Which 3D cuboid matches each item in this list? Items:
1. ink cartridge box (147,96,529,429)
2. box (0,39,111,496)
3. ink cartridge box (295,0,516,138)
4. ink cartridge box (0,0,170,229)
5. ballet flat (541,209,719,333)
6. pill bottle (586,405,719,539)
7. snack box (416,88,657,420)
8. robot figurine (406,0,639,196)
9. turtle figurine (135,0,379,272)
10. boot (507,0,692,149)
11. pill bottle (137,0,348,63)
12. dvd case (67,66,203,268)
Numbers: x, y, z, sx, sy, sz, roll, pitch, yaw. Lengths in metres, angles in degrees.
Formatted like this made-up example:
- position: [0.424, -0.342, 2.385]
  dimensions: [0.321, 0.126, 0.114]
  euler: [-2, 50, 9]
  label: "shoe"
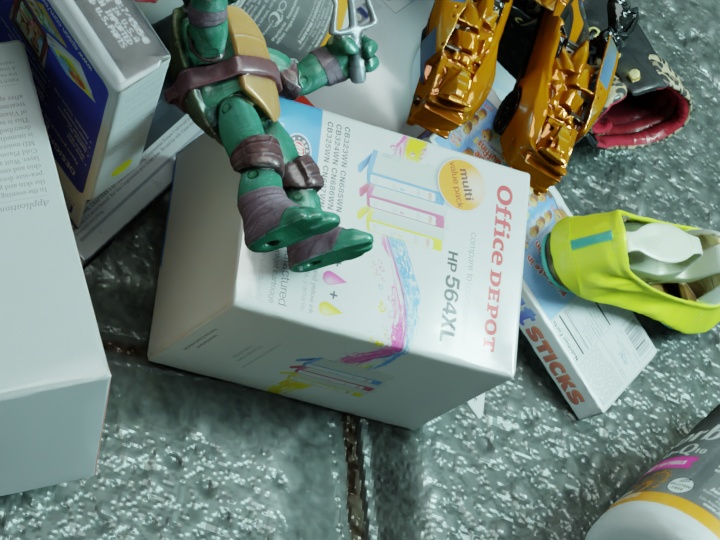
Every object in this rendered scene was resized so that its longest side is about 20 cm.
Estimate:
- position: [0.000, 0.000, 1.531]
  dimensions: [0.199, 0.125, 0.130]
  euler: [15, 68, -22]
  label: "ink cartridge box"
- position: [-0.202, 0.002, 1.410]
  dimensions: [0.097, 0.125, 0.201]
  euler: [-10, 65, -15]
  label: "box"
- position: [0.006, -0.093, 1.666]
  dimensions: [0.160, 0.047, 0.200]
  euler: [47, 47, 5]
  label: "ink cartridge box"
- position: [-0.179, -0.143, 1.447]
  dimensions: [0.047, 0.200, 0.198]
  euler: [-32, 81, -19]
  label: "ink cartridge box"
- position: [0.190, -0.003, 1.662]
  dimensions: [0.199, 0.067, 0.067]
  euler: [11, 62, -51]
  label: "ballet flat"
- position: [0.226, 0.143, 1.585]
  dimensions: [0.116, 0.116, 0.200]
  euler: [48, 48, 6]
  label: "pill bottle"
- position: [0.106, -0.011, 1.648]
  dimensions: [0.072, 0.024, 0.201]
  euler: [-42, 104, -41]
  label: "snack box"
- position: [0.103, -0.153, 1.632]
  dimensions: [0.144, 0.058, 0.201]
  euler: [27, 61, -16]
  label: "robot figurine"
- position: [-0.052, -0.104, 1.416]
  dimensions: [0.149, 0.100, 0.201]
  euler: [5, 65, -54]
  label: "turtle figurine"
- position: [0.122, -0.155, 1.724]
  dimensions: [0.199, 0.073, 0.151]
  euler: [11, 41, -54]
  label: "boot"
- position: [-0.099, -0.178, 1.544]
  dimensions: [0.200, 0.116, 0.117]
  euler: [27, 43, -52]
  label: "pill bottle"
- position: [-0.188, -0.111, 1.569]
  dimensions: [0.200, 0.025, 0.150]
  euler: [44, 52, 1]
  label: "dvd case"
